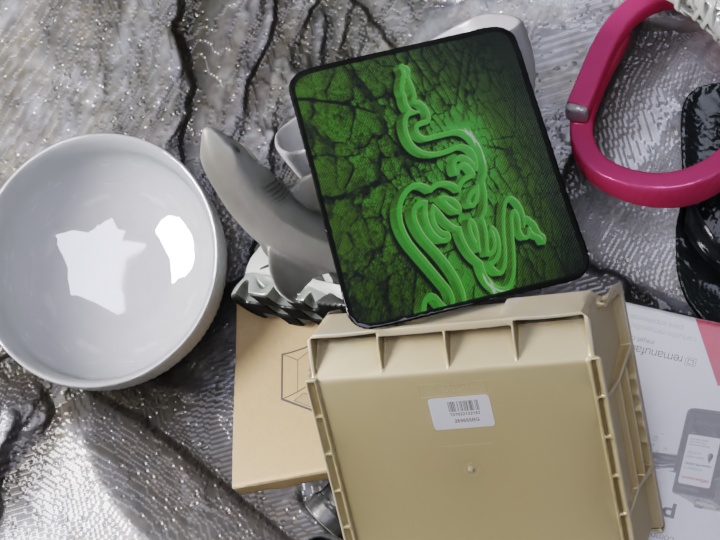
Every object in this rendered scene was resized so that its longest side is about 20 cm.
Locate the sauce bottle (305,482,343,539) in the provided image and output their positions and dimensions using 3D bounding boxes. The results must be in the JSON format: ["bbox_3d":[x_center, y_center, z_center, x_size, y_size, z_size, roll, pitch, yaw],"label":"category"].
[{"bbox_3d":[0.040,0.117,1.231,0.200,0.066,0.066,-46,75,0],"label":"sauce bottle"}]

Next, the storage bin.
[{"bbox_3d":[0.082,0.111,1.084,0.200,0.094,0.199,-6,110,21],"label":"storage bin"}]

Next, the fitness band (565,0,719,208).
[{"bbox_3d":[0.239,-0.137,1.234,0.143,0.037,0.200,17,64,20],"label":"fitness band"}]

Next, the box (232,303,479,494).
[{"bbox_3d":[-0.004,0.074,1.222,0.200,0.021,0.164,-13,60,22],"label":"box"}]

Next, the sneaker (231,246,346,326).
[{"bbox_3d":[0.000,0.000,1.199,0.200,0.074,0.089,12,70,32],"label":"sneaker"}]

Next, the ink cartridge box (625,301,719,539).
[{"bbox_3d":[0.223,0.136,1.182,0.145,0.083,0.200,13,82,13],"label":"ink cartridge box"}]

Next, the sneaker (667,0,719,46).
[{"bbox_3d":[0.271,-0.186,1.198,0.200,0.074,0.116,19,60,16],"label":"sneaker"}]

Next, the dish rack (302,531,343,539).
[{"bbox_3d":[-0.009,0.304,1.189,0.153,0.055,0.200,27,93,7],"label":"dish rack"}]

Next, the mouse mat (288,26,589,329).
[{"bbox_3d":[0.049,-0.066,1.076,0.161,0.008,0.200,-14,66,-3],"label":"mouse mat"}]

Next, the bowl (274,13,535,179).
[{"bbox_3d":[0.040,-0.113,1.219,0.200,0.200,0.075,-31,103,0],"label":"bowl"}]

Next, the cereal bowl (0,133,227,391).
[{"bbox_3d":[-0.196,-0.002,1.284,0.200,0.083,0.200,-2,79,10],"label":"cereal bowl"}]

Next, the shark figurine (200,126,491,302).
[{"bbox_3d":[-0.016,-0.012,1.119,0.214,0.128,0.090,16,47,9],"label":"shark figurine"}]

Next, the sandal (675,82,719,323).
[{"bbox_3d":[0.271,-0.047,1.228,0.075,0.048,0.201,-7,77,8],"label":"sandal"}]
